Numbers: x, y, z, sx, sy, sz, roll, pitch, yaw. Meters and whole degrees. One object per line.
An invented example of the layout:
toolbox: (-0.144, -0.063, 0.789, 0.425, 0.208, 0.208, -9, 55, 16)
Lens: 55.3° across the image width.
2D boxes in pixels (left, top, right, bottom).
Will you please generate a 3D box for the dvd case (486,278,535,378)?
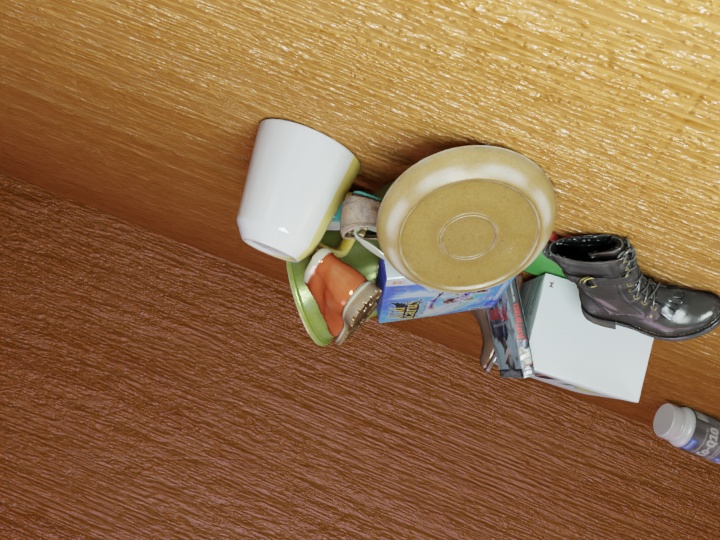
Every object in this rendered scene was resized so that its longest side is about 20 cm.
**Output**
dvd case: (0.216, 0.059, 1.036, 0.022, 0.204, 0.146, -11, 173, -3)

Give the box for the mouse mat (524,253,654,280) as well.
mouse mat: (0.305, -0.001, 0.992, 0.158, 0.008, 0.200, 18, 171, -5)

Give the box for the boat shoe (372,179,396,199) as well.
boat shoe: (0.077, -0.077, 0.897, 0.060, 0.073, 0.200, 30, 166, -30)

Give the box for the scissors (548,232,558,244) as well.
scissors: (0.188, -0.054, 0.961, 0.072, 0.014, 0.199, 24, 170, -29)

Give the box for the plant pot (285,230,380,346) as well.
plant pot: (0.000, 0.000, 1.102, 0.181, 0.204, 0.200, -15, 163, 11)

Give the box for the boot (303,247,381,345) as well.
boot: (-0.033, 0.035, 0.957, 0.107, 0.075, 0.201, 40, 159, 10)

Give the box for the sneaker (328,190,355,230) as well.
sneaker: (-0.059, -0.110, 1.046, 0.196, 0.081, 0.072, 0, -159, 0)

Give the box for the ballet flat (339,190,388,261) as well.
ballet flat: (0.065, -0.035, 0.821, 0.197, 0.068, 0.068, 16, 162, 15)

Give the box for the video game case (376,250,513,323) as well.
video game case: (0.113, 0.015, 0.940, 0.177, 0.046, 0.201, -6, 160, -4)

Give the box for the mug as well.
mug: (-0.077, -0.091, 0.923, 0.184, 0.156, 0.149, 22, 171, -8)

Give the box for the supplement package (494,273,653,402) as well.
supplement package: (0.344, 0.113, 1.122, 0.188, 0.150, 0.200, 17, 173, 1)

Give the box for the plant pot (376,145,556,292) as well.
plant pot: (0.115, -0.042, 0.740, 0.196, 0.028, 0.202, -2, 134, -2)

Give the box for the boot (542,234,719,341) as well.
boot: (0.339, 0.016, 0.852, 0.197, 0.070, 0.174, 1, 150, 32)

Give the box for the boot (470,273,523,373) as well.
boot: (0.155, 0.055, 1.154, 0.197, 0.189, 0.064, 18, 163, 6)

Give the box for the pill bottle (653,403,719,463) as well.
pill bottle: (0.931, 0.451, 1.918, 0.197, 0.116, 0.114, 22, 172, -6)
